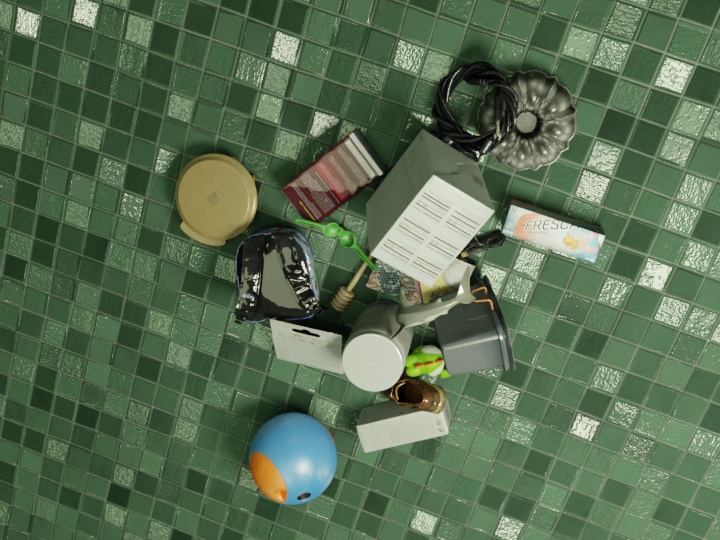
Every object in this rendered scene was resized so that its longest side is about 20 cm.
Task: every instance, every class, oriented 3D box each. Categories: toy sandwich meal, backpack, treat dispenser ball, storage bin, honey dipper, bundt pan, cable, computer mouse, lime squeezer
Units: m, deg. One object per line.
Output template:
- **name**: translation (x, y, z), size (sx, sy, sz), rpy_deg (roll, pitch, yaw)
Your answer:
- **toy sandwich meal**: translation (-0.306, -0.153, 1.744), size (0.203, 0.070, 0.207), rpy_deg (2, 103, 10)
- **backpack**: translation (-0.176, 0.003, 1.721), size (0.198, 0.154, 0.192), rpy_deg (-5, 108, 1)
- **treat dispenser ball**: translation (-0.152, 0.423, 1.821), size (0.199, 0.201, 0.203), rpy_deg (3, 108, 10)
- **storage bin**: translation (0.218, 0.112, 1.631), size (0.133, 0.201, 0.146), rpy_deg (-15, 127, 2)
- **honey dipper**: translation (0.000, 0.000, 1.750), size (0.038, 0.038, 0.201), rpy_deg (32, 107, -1)
- **bundt pan**: translation (0.325, -0.288, 1.576), size (0.200, 0.076, 0.204), rpy_deg (3, 107, 9)
- **cable**: translation (0.215, -0.319, 1.551), size (0.164, 0.051, 0.201), rpy_deg (-54, 53, 34)
- **computer mouse**: translation (0.216, -0.128, 1.665), size (0.109, 0.044, 0.201), rpy_deg (-18, 109, 21)
- **lime squeezer**: translation (-0.050, -0.067, 1.696), size (0.199, 0.071, 0.038), rpy_deg (32, 134, -13)

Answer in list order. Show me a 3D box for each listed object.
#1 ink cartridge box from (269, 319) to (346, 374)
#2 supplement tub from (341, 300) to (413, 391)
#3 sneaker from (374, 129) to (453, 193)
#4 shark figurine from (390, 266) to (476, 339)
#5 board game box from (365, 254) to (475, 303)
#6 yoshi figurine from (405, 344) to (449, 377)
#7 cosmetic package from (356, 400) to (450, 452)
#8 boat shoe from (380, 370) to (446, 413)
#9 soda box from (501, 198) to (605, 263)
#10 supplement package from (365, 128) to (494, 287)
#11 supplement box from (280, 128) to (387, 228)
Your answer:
- **ink cartridge box**: translation (-0.110, 0.150, 1.749), size (0.161, 0.050, 0.201), rpy_deg (12, 148, 7)
- **supplement tub**: translation (0.039, 0.155, 1.701), size (0.131, 0.200, 0.133), rpy_deg (3, 108, 10)
- **sneaker**: translation (0.119, -0.208, 1.651), size (0.200, 0.076, 0.077), rpy_deg (-42, 120, 19)
- **shark figurine**: translation (0.118, 0.062, 1.580), size (0.214, 0.128, 0.090), rpy_deg (-23, 97, 45)
- **board game box**: translation (0.126, 0.007, 1.715), size (0.199, 0.035, 0.136), rpy_deg (22, 110, -4)
- **yoshi figurine**: translation (0.189, 0.180, 1.754), size (0.198, 0.113, 0.112), rpy_deg (-13, 146, 0)
- **cosmetic package**: translation (0.097, 0.333, 1.801), size (0.198, 0.102, 0.075), rpy_deg (-15, 103, 13)
- **boat shoe**: translation (0.095, 0.255, 1.745), size (0.199, 0.067, 0.073), rpy_deg (13, 87, 49)
- **soda box**: translation (0.387, -0.081, 1.631), size (0.198, 0.068, 0.064), rpy_deg (18, 110, 6)
- **supplement package**: translation (0.126, -0.119, 1.543), size (0.146, 0.192, 0.200), rpy_deg (28, 119, -20)
- **supplement box**: translation (-0.055, -0.191, 1.684), size (0.199, 0.061, 0.109), rpy_deg (-35, 99, 18)
